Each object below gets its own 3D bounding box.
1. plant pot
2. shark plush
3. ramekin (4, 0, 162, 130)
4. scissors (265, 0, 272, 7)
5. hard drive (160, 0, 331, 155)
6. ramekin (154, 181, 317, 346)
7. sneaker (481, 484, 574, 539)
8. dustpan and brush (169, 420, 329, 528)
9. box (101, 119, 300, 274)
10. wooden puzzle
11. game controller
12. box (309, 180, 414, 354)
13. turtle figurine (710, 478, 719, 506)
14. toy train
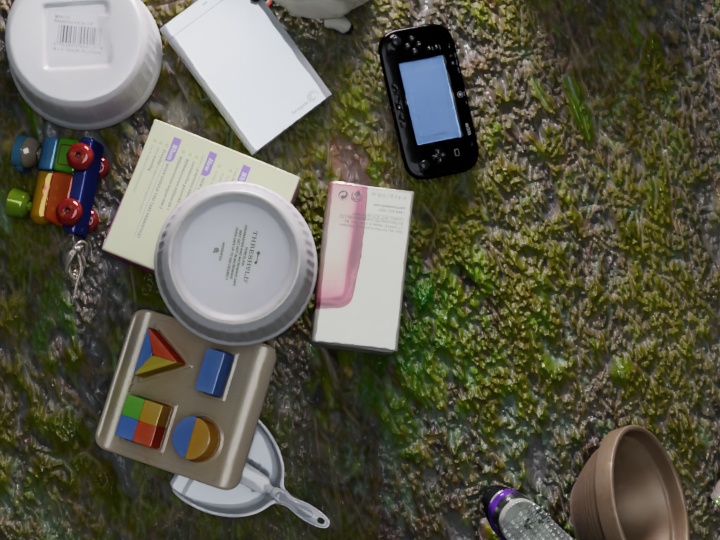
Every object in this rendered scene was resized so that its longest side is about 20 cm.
[{"bbox_3d":[0.326,0.302,1.689,0.092,0.200,0.203,-20,85,36],"label":"plant pot"},{"bbox_3d":[-0.075,-0.368,1.756,0.198,0.091,0.084,0,66,-3],"label":"shark plush"},{"bbox_3d":[-0.355,-0.286,1.713,0.198,0.098,0.203,0,85,-3],"label":"ramekin"},{"bbox_3d":[-0.142,-0.310,1.771,0.072,0.014,0.202,-6,85,-4],"label":"scissors"},{"bbox_3d":[-0.148,-0.269,1.751,0.132,0.027,0.201,-37,94,-6],"label":"hard drive"},{"bbox_3d":[-0.149,-0.012,1.608,0.200,0.094,0.204,0,85,-3],"label":"ramekin"},{"bbox_3d":[0.218,0.338,1.708,0.070,0.099,0.201,-42,119,-10],"label":"sneaker"},{"bbox_3d":[-0.125,0.267,1.698,0.199,0.057,0.140,31,84,-1],"label":"dustpan and brush"},{"bbox_3d":[-0.198,-0.066,1.705,0.198,0.097,0.177,21,84,-1],"label":"box"},{"bbox_3d":[-0.223,0.158,1.684,0.198,0.046,0.187,15,84,16],"label":"wooden puzzle"},{"bbox_3d":[0.089,-0.221,1.764,0.103,0.042,0.202,-13,87,-5],"label":"game controller"},{"bbox_3d":[0.000,0.000,1.696,0.108,0.128,0.202,7,84,-3],"label":"box"},{"bbox_3d":[0.533,0.227,1.690,0.199,0.143,0.195,30,105,41],"label":"turtle figurine"},{"bbox_3d":[-0.396,-0.072,1.705,0.115,0.085,0.202,10,84,8],"label":"toy train"}]
